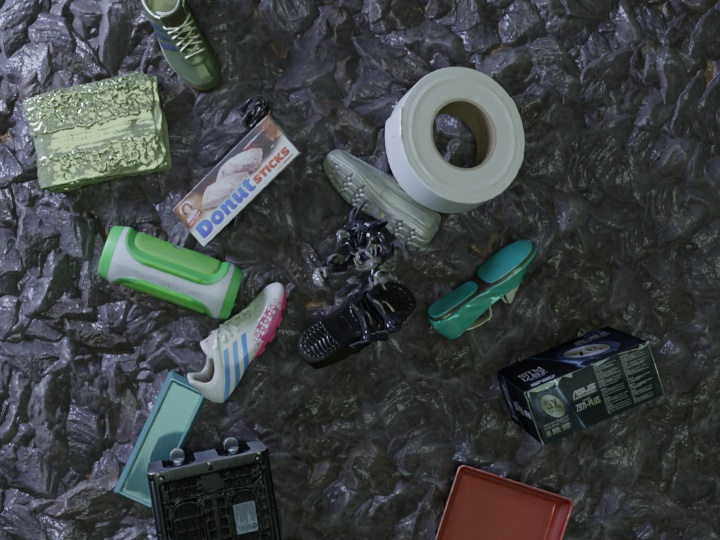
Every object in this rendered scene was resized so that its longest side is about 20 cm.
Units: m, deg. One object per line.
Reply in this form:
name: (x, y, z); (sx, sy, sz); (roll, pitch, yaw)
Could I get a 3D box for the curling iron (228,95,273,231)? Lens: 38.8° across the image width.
curling iron: (-0.167, -0.158, 1.512); (0.049, 0.026, 0.204); (13, 98, 14)

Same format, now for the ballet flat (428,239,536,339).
ballet flat: (0.192, 0.034, 1.559); (0.199, 0.067, 0.071); (-37, 122, -3)

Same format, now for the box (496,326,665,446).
box: (0.323, 0.168, 1.528); (0.197, 0.164, 0.088); (-21, 97, -4)

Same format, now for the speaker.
speaker: (-0.273, 0.003, 1.478); (0.196, 0.088, 0.090); (20, 92, -8)

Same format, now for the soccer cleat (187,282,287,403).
soccer cleat: (-0.182, 0.099, 1.500); (0.085, 0.070, 0.202); (29, 92, -25)

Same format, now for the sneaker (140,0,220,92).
sneaker: (-0.264, -0.347, 1.450); (0.066, 0.090, 0.203); (-29, 98, -5)

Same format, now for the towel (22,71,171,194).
towel: (-0.377, -0.200, 1.474); (0.196, 0.036, 0.152); (-12, 95, -6)

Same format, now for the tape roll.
tape roll: (0.137, -0.190, 1.497); (0.198, 0.071, 0.207); (3, 81, -17)

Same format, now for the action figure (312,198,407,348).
action figure: (0.000, 0.000, 1.464); (0.101, 0.118, 0.204); (-4, 74, -43)

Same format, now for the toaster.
toaster: (-0.209, 0.355, 1.489); (0.177, 0.119, 0.204); (-10, 96, -12)

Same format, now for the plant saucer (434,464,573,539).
plant saucer: (0.210, 0.421, 1.597); (0.196, 0.037, 0.204); (18, 93, -8)

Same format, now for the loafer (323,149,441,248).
loafer: (0.033, -0.115, 1.525); (0.199, 0.070, 0.070); (39, 55, -5)

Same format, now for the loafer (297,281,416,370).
loafer: (-0.007, 0.083, 1.534); (0.197, 0.072, 0.074); (-26, 66, -16)

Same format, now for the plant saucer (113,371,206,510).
plant saucer: (-0.297, 0.257, 1.530); (0.069, 0.019, 0.203); (25, 92, -8)

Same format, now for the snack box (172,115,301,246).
snack box: (-0.180, -0.130, 1.489); (0.200, 0.024, 0.072); (-43, 93, 10)
